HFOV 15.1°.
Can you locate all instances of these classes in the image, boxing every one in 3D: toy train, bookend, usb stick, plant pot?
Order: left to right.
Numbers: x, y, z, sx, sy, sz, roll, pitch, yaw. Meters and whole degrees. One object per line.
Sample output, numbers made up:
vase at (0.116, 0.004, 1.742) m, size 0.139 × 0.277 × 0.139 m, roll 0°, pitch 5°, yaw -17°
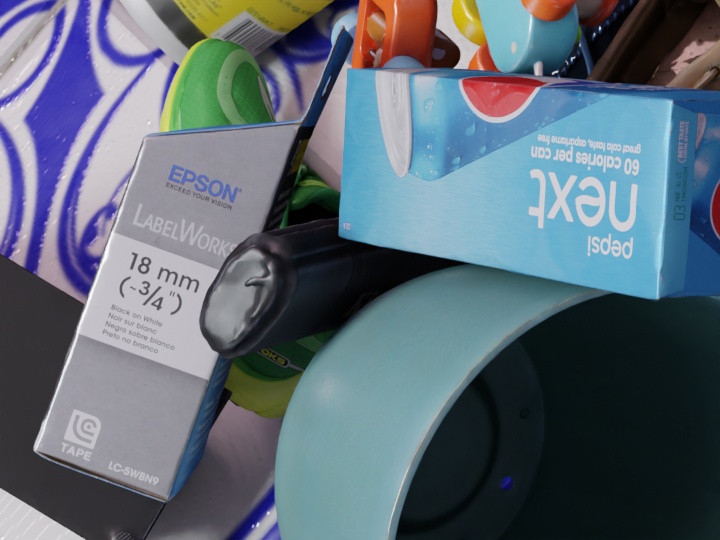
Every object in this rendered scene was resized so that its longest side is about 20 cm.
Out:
bookend at (-0.169, 0.054, 1.302) m, size 0.200 × 0.199 × 0.092 m, roll 31°, pitch 83°, yaw 2°
usb stick at (0.000, 0.000, 1.096) m, size 0.033 × 0.200 × 0.056 m, roll 40°, pitch 112°, yaw 18°
toy train at (0.052, -0.104, 1.131) m, size 0.200 × 0.055 × 0.151 m, roll -137°, pitch 48°, yaw -59°
plant pot at (0.058, 0.087, 1.041) m, size 0.201 × 0.200 × 0.161 m, roll -57°, pitch 30°, yaw -6°

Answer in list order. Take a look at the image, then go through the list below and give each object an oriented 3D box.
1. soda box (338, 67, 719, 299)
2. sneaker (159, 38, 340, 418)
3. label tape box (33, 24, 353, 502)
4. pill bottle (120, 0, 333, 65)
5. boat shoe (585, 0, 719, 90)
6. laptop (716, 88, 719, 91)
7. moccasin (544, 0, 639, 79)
soda box at (0.071, -0.034, 0.968) m, size 0.200 × 0.064 × 0.068 m, roll 12°, pitch 101°, yaw 56°
sneaker at (-0.039, -0.027, 1.282) m, size 0.083 × 0.074 × 0.200 m, roll -29°, pitch 57°, yaw 26°
label tape box at (-0.067, -0.015, 1.127) m, size 0.144 × 0.063 × 0.200 m, roll -72°, pitch 2°, yaw -87°
pill bottle at (-0.027, -0.194, 1.348) m, size 0.200 × 0.114 × 0.114 m, roll -33°, pitch 46°, yaw 18°
boat shoe at (0.154, -0.115, 1.082) m, size 0.071 × 0.064 × 0.200 m, roll 26°, pitch 81°, yaw 46°
laptop at (0.215, -0.063, 0.961) m, size 0.187 × 0.116 × 0.200 m, roll -25°, pitch 47°, yaw -27°
moccasin at (0.089, -0.061, 1.191) m, size 0.200 × 0.080 × 0.068 m, roll -52°, pitch 55°, yaw 35°
